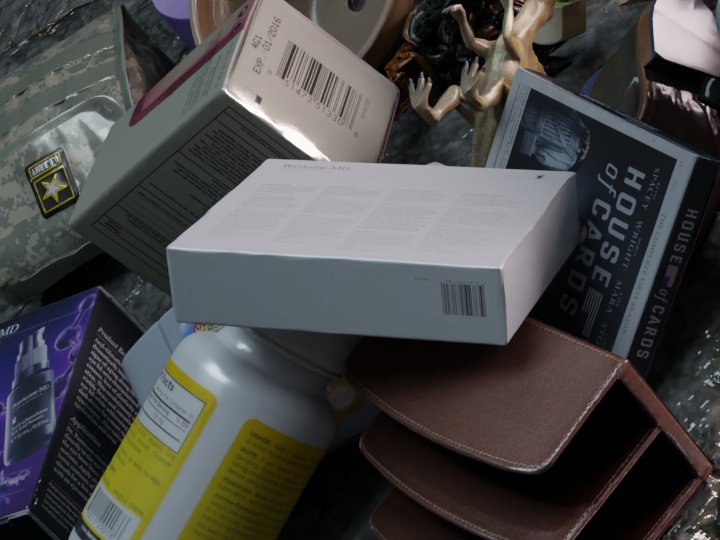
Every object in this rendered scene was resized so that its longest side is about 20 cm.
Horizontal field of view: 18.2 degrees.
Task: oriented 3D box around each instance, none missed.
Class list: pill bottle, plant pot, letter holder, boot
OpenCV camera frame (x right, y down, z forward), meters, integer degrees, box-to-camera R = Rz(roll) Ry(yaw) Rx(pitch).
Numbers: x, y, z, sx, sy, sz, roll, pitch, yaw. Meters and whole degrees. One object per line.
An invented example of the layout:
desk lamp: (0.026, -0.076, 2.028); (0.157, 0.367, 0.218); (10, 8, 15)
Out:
pill bottle: (-0.082, 0.107, 1.348); (0.201, 0.111, 0.111); (-60, 34, 4)
plant pot: (-0.026, -0.212, 1.692); (0.200, 0.092, 0.202); (-8, 76, 36)
letter holder: (0.070, 0.105, 1.258); (0.142, 0.101, 0.200); (-50, 34, -11)
boot: (0.175, -0.069, 1.406); (0.097, 0.074, 0.201); (-38, 34, 56)

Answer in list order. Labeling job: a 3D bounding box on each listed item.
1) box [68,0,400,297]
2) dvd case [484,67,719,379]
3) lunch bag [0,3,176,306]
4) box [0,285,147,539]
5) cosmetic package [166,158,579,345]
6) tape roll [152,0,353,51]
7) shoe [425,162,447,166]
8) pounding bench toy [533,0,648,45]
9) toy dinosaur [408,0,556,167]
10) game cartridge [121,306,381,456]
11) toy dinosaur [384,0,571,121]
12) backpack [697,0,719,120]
box: (-0.087, -0.077, 1.548); (0.200, 0.128, 0.109); (-35, 28, 43)
dvd case: (0.128, -0.025, 1.347); (0.200, 0.025, 0.151); (36, 111, 58)
lunch bag: (-0.221, -0.083, 1.751); (0.163, 0.118, 0.201); (-29, 41, 17)
box: (-0.221, 0.131, 1.511); (0.147, 0.104, 0.201); (-20, 39, 29)
cosmetic package: (0.010, -0.014, 1.284); (0.199, 0.052, 0.151); (4, 26, 21)
tape roll: (-0.075, -0.259, 1.852); (0.199, 0.066, 0.201); (-26, 37, 21)
shoe: (0.000, 0.000, 1.488); (0.070, 0.053, 0.200); (11, 59, 50)
pounding bench toy: (0.171, -0.258, 1.484); (0.199, 0.157, 0.124); (-26, 0, 21)
toy dinosaur: (0.084, -0.106, 1.438); (0.058, 0.101, 0.201); (15, 87, 44)
game cartridge: (-0.051, 0.057, 1.418); (0.199, 0.134, 0.042); (-30, -6, 17)
toy dinosaur: (0.075, -0.166, 1.599); (0.136, 0.102, 0.201); (4, 71, 65)
backpack: (0.278, -0.149, 1.278); (0.200, 0.166, 0.127); (-91, 18, -61)
